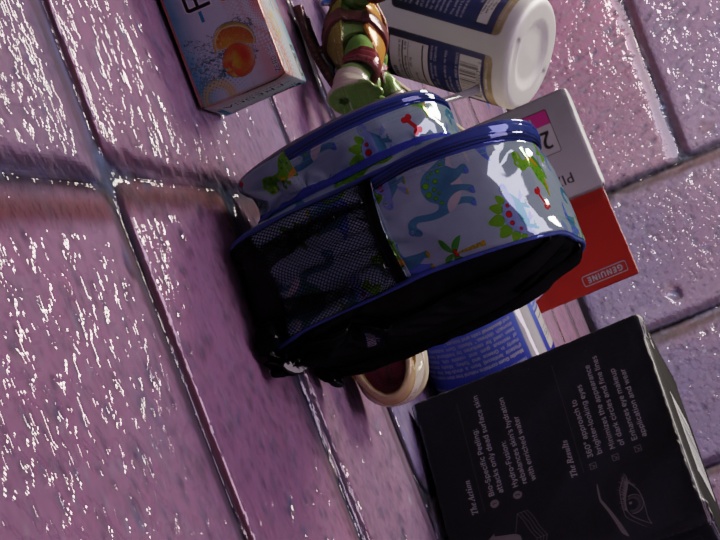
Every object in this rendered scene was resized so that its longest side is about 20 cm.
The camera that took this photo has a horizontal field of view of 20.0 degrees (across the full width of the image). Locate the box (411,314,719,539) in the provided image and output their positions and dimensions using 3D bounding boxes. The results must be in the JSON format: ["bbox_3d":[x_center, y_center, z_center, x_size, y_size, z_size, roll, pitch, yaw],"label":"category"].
[{"bbox_3d":[0.166,0.172,1.582,0.118,0.199,0.197,55,17,-49],"label":"box"}]

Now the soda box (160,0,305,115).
[{"bbox_3d":[-0.105,-0.207,1.347,0.068,0.063,0.201,2,68,-79],"label":"soda box"}]

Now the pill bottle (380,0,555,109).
[{"bbox_3d":[0.076,-0.232,1.956,0.111,0.199,0.111,-44,144,-44],"label":"pill bottle"}]

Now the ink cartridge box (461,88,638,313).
[{"bbox_3d":[0.122,-0.041,1.798,0.044,0.199,0.174,7,61,-81],"label":"ink cartridge box"}]

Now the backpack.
[{"bbox_3d":[0.029,-0.029,1.283,0.183,0.199,0.147,21,48,-75],"label":"backpack"}]

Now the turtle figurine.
[{"bbox_3d":[0.041,-0.183,1.762,0.199,0.144,0.194,25,46,-14],"label":"turtle figurine"}]

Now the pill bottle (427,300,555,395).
[{"bbox_3d":[0.105,0.060,1.751,0.112,0.112,0.201,-79,147,-72],"label":"pill bottle"}]

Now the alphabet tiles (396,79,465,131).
[{"bbox_3d":[0.071,-0.147,1.954,0.200,0.015,0.195,39,9,33],"label":"alphabet tiles"}]

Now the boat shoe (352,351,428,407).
[{"bbox_3d":[0.000,0.000,1.433,0.069,0.074,0.201,-18,87,-86],"label":"boat shoe"}]
